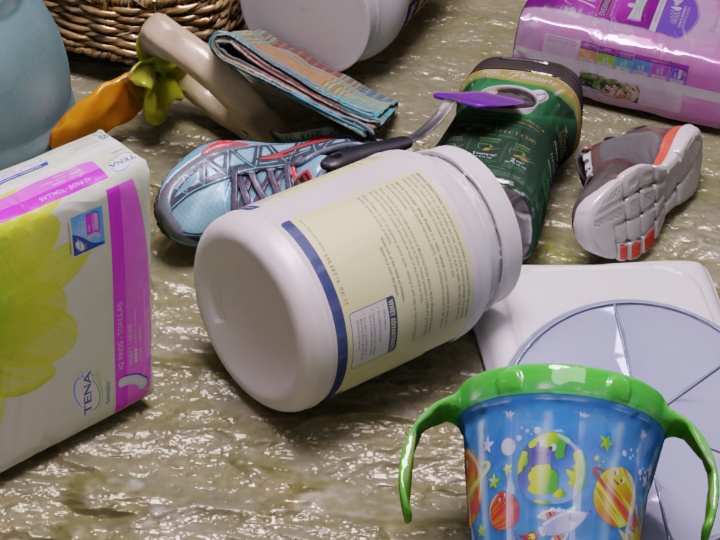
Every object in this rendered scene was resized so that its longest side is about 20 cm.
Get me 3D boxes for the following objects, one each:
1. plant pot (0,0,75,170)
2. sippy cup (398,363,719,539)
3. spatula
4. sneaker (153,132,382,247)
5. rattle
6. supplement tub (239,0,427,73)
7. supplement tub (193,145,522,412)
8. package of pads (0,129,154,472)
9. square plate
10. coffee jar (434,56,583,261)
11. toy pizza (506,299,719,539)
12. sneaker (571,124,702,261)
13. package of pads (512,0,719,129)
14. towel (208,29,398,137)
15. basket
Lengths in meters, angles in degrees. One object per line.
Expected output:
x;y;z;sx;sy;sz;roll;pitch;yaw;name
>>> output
-0.329;-0.182;1.667;0.200;0.134;0.200;3;38;-3;plant pot
0.122;0.142;1.303;0.178;0.140;0.131;-14;61;36;sippy cup
0.044;-0.106;1.559;0.056;0.021;0.200;17;34;42;spatula
-0.056;-0.067;1.562;0.200;0.079;0.096;-15;6;-16;sneaker
-0.121;-0.099;1.652;0.200;0.130;0.143;42;65;-5;rattle
-0.007;-0.268;1.810;0.144;0.145;0.200;19;40;16;supplement tub
0.000;0.000;1.465;0.200;0.145;0.145;-23;46;-32;supplement tub
-0.212;0.026;1.359;0.154;0.200;0.068;-27;44;-34;package of pads
0.184;0.052;1.518;0.198;0.028;0.200;-2;39;-9;square plate
0.111;-0.091;1.645;0.104;0.085;0.200;8;38;16;coffee jar
0.188;0.110;1.415;0.200;0.032;0.200;1;58;-2;toy pizza
0.200;-0.065;1.644;0.082;0.077;0.200;14;25;27;sneaker
0.238;-0.196;1.807;0.200;0.076;0.121;14;36;11;package of pads
-0.041;-0.154;1.658;0.147;0.022;0.200;29;11;1;towel
-0.197;-0.267;1.767;0.200;0.149;0.143;12;28;7;basket
